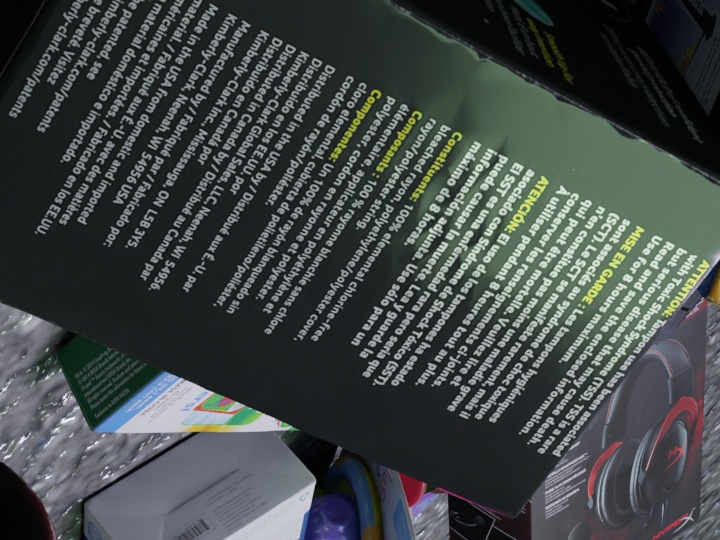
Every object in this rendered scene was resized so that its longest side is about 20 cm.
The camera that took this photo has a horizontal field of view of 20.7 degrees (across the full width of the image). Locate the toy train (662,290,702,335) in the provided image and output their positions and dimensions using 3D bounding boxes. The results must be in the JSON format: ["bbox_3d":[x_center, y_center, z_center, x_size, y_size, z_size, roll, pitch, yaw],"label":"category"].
[{"bbox_3d":[0.097,0.011,0.992,0.200,0.114,0.087,-50,155,11],"label":"toy train"}]

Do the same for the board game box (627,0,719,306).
[{"bbox_3d":[0.136,-0.111,0.594,0.056,0.166,0.201,11,118,-16],"label":"board game box"}]

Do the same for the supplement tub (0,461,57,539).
[{"bbox_3d":[-0.195,0.167,0.792,0.107,0.107,0.201,-19,145,-44],"label":"supplement tub"}]

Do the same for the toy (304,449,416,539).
[{"bbox_3d":[-0.022,0.160,1.078,0.047,0.116,0.201,-2,139,-16],"label":"toy"}]

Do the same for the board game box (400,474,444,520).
[{"bbox_3d":[0.065,0.108,1.185,0.200,0.039,0.158,-44,156,-2],"label":"board game box"}]

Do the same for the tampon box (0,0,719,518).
[{"bbox_3d":[-0.015,-0.049,0.573,0.199,0.150,0.126,26,114,-24],"label":"tampon box"}]

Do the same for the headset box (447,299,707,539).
[{"bbox_3d":[0.124,0.082,1.134,0.148,0.075,0.201,-26,128,-33],"label":"headset box"}]

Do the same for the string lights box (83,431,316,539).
[{"bbox_3d":[-0.088,0.168,1.019,0.102,0.059,0.201,-30,152,-29],"label":"string lights box"}]

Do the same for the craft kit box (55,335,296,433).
[{"bbox_3d":[0.000,0.000,0.859,0.200,0.049,0.197,-38,156,21],"label":"craft kit box"}]
